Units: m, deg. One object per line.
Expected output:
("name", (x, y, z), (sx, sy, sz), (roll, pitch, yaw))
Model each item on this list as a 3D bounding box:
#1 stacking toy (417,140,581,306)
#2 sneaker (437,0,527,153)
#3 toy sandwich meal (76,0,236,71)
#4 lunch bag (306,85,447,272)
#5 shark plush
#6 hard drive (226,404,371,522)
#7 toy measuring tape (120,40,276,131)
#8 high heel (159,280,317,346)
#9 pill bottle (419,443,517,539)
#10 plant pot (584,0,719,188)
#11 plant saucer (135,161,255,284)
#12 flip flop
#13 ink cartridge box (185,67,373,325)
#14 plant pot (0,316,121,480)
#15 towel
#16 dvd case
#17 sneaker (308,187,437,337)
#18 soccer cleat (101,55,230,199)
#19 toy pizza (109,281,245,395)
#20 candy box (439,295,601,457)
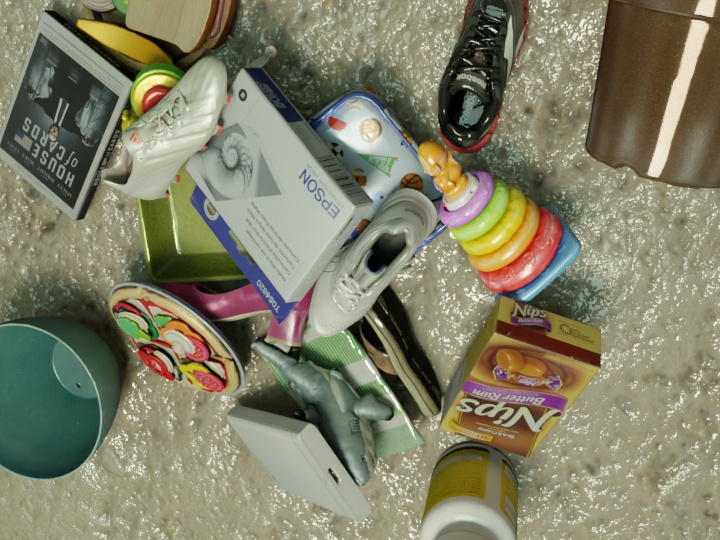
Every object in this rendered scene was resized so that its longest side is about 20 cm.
("stacking toy", (0.126, -0.063, 0.821), (0.110, 0.117, 0.199), (-42, 117, 16))
("sneaker", (0.128, -0.221, 0.824), (0.070, 0.098, 0.203), (17, 106, 9))
("toy sandwich meal", (-0.239, -0.317, 0.890), (0.202, 0.070, 0.209), (3, 105, 11))
("lunch bag", (0.005, -0.089, 0.876), (0.159, 0.076, 0.201), (-36, 107, 12))
("shark plush", (-0.044, 0.149, 0.902), (0.090, 0.083, 0.201), (-30, 98, 40))
("hard drive", (-0.079, 0.226, 0.939), (0.199, 0.027, 0.133), (-4, 123, 58))
("toy measuring tape", (-0.189, -0.213, 0.866), (0.198, 0.074, 0.074), (-31, 96, 11))
("high heel", (-0.145, 0.018, 0.924), (0.197, 0.067, 0.098), (15, 94, 21))
("pill bottle", (0.125, 0.292, 0.900), (0.109, 0.200, 0.113), (3, 104, 11))
("plant pot", (0.311, -0.197, 0.752), (0.197, 0.201, 0.201), (13, 115, 8))
("plant saucer", (-0.171, -0.091, 0.945), (0.196, 0.048, 0.203), (-3, 103, 13))
("flip flop", (0.033, 0.091, 0.938), (0.057, 0.081, 0.202), (-25, 103, 23))
("ink cartridge box", (-0.105, -0.072, 0.832), (0.200, 0.040, 0.201), (50, 126, 17))
("plant pot", (-0.387, 0.145, 1.005), (0.197, 0.135, 0.204), (3, 104, 12))
("towel", (-0.030, 0.148, 0.962), (0.152, 0.023, 0.201), (-28, 98, 41))
("dvd case", (-0.359, -0.185, 0.953), (0.150, 0.025, 0.201), (38, 114, 10))
("sneaker", (0.000, 0.000, 0.827), (0.074, 0.087, 0.201), (36, 119, -1))
("soccer cleat", (-0.204, -0.145, 0.821), (0.200, 0.077, 0.070), (-45, 53, 36))
("toy pizza", (-0.229, 0.093, 0.955), (0.198, 0.032, 0.202), (23, 144, 17))
("candy box", (0.172, 0.124, 0.870), (0.115, 0.057, 0.201), (18, 140, 0))
